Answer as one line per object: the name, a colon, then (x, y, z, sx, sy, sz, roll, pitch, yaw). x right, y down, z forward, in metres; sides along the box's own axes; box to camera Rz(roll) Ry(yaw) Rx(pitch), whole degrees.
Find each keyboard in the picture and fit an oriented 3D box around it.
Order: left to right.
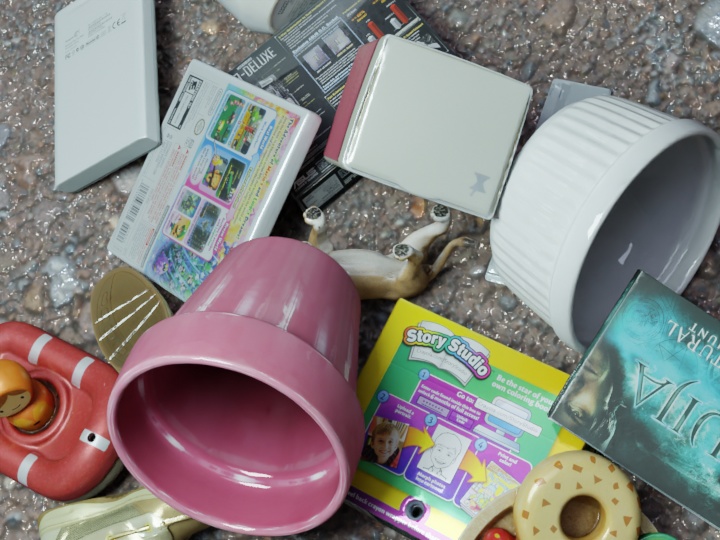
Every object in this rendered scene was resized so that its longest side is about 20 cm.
keyboard: (0.167, -0.077, 1.203, 0.056, 0.011, 0.202, 16, 76, 17)

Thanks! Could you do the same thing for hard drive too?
hard drive: (-0.252, -0.191, 1.338, 0.131, 0.026, 0.202, -23, 61, 33)

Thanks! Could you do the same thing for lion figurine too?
lion figurine: (0.000, 0.000, 1.182, 0.197, 0.123, 0.073, 5, 56, 4)

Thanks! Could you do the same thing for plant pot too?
plant pot: (-0.081, 0.079, 1.082, 0.197, 0.202, 0.180, 1, 42, 17)

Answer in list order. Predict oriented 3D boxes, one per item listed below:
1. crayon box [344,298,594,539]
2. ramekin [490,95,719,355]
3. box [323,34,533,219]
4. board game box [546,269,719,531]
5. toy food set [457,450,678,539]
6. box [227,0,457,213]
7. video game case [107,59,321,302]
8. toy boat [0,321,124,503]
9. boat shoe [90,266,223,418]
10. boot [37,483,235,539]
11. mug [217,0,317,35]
crayon box: (0.082, 0.142, 1.117, 0.198, 0.058, 0.174, 24, 77, 23)
ramekin: (0.193, -0.042, 1.081, 0.105, 0.200, 0.201, 35, 83, 35)
box: (0.049, -0.119, 1.120, 0.126, 0.200, 0.110, 18, 94, -8)
board game box: (0.261, 0.110, 1.037, 0.199, 0.028, 0.136, 32, 94, 3)
toy food set: (0.157, 0.254, 1.018, 0.199, 0.049, 0.199, -38, 90, -12)
box: (-0.020, -0.172, 1.272, 0.199, 0.050, 0.158, -39, 64, 0)
video game case: (-0.137, -0.076, 1.234, 0.181, 0.024, 0.202, 28, 94, 42)
toy boat: (-0.295, 0.118, 1.201, 0.198, 0.131, 0.132, 23, 78, 23)
boat shoe: (-0.178, 0.084, 1.214, 0.071, 0.065, 0.201, -35, 63, -1)
boot: (-0.180, 0.265, 1.142, 0.197, 0.073, 0.157, -13, 66, 14)
mug: (-0.099, -0.316, 1.286, 0.149, 0.187, 0.154, -35, 71, -8)
